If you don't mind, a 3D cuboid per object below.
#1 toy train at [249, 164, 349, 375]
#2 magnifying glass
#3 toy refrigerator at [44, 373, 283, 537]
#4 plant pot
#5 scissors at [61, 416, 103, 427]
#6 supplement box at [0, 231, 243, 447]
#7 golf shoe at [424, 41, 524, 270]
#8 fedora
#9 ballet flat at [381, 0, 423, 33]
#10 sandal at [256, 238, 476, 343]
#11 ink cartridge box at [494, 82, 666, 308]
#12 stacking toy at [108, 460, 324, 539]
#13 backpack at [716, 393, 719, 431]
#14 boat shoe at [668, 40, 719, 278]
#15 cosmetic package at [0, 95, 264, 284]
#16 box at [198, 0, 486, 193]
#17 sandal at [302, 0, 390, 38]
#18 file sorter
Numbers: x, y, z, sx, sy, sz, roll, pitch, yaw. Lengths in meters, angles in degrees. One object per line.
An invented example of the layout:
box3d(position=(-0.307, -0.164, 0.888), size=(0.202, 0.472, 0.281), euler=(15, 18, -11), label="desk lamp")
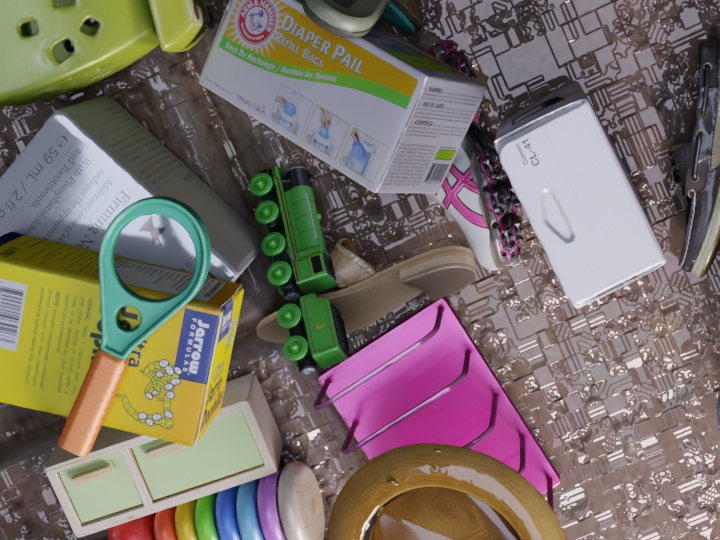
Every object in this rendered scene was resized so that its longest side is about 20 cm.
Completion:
box3d(position=(-0.052, -0.006, 1.313), size=(0.056, 0.042, 0.202), euler=(-18, 63, 10), label="toy train")
box3d(position=(-0.172, 0.041, 1.110), size=(0.079, 0.022, 0.202), euler=(25, 101, 0), label="magnifying glass")
box3d(position=(-0.177, 0.169, 1.381), size=(0.198, 0.070, 0.077), euler=(-18, 107, 9), label="toy refrigerator")
box3d(position=(-0.230, -0.253, 1.261), size=(0.179, 0.200, 0.201), euler=(-13, 98, 2), label="plant pot")
box3d(position=(-0.321, 0.104, 1.420), size=(0.198, 0.014, 0.074), euler=(9, 103, 5), label="scissors")
box3d(position=(-0.202, 0.050, 1.180), size=(0.198, 0.109, 0.111), euler=(13, 100, 3), label="supplement box")
box3d(position=(0.078, -0.091, 1.323), size=(0.091, 0.072, 0.202), euler=(-20, 92, 27), label="golf shoe")
box3d(position=(0.073, 0.224, 1.239), size=(0.198, 0.082, 0.203), euler=(2, 100, 12), label="fedora")
box3d(position=(-0.020, -0.281, 1.306), size=(0.199, 0.068, 0.073), euler=(29, 81, 4), label="ballet flat")
box3d(position=(0.003, 0.002, 1.349), size=(0.210, 0.078, 0.070), euler=(-19, 62, 23), label="sandal")
box3d(position=(0.177, -0.067, 1.245), size=(0.085, 0.200, 0.149), euler=(-27, 97, 9), label="ink cartridge box")
box3d(position=(-0.136, 0.231, 1.396), size=(0.198, 0.085, 0.086), euler=(-11, 98, 15), label="stacking toy")
box3d(position=(0.396, 0.138, 1.275), size=(0.146, 0.183, 0.201), euler=(-25, 101, 32), label="backpack")
box3d(position=(0.295, -0.097, 1.301), size=(0.064, 0.073, 0.202), euler=(14, 97, 14), label="boat shoe")
box3d(position=(-0.214, -0.019, 1.309), size=(0.200, 0.166, 0.168), euler=(42, 101, -3), label="cosmetic package")
box3d(position=(-0.017, -0.154, 1.258), size=(0.199, 0.112, 0.102), euler=(33, 108, 25), label="box")
box3d(position=(0.010, -0.260, 1.225), size=(0.079, 0.202, 0.058), euler=(19, 134, -1), label="sandal")
box3d(position=(0.066, 0.153, 1.331), size=(0.138, 0.125, 0.201), euler=(-32, 95, 10), label="file sorter")
